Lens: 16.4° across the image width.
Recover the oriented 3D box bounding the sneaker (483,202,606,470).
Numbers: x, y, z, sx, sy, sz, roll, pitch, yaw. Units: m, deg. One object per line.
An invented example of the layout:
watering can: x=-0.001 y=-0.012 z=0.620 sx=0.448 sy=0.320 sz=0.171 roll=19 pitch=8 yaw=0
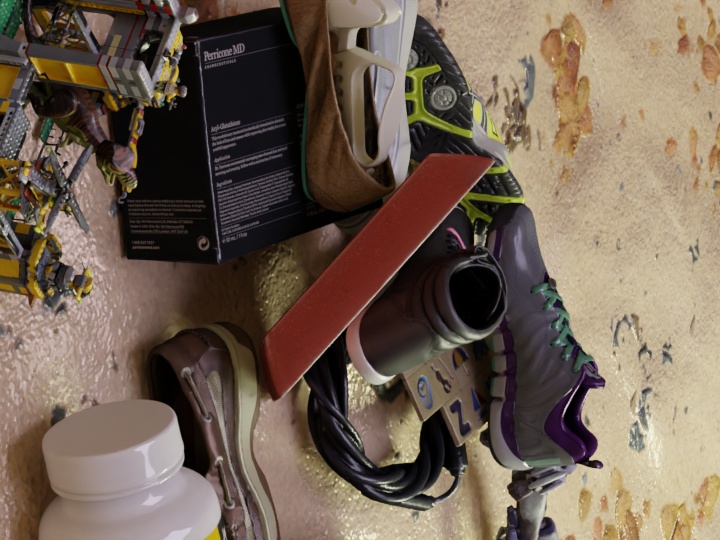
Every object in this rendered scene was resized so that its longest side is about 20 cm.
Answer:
sneaker: x=0.141 y=0.049 z=1.843 sx=0.074 sy=0.087 sz=0.200 roll=-21 pitch=109 yaw=-62

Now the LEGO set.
LEGO set: x=-0.151 y=-0.075 z=1.424 sx=0.154 sy=0.116 sz=0.200 roll=77 pitch=29 yaw=-52

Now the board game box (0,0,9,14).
board game box: x=-0.249 y=-0.168 z=1.369 sx=0.135 sy=0.028 sz=0.200 roll=61 pitch=43 yaw=-41

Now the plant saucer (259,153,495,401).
plant saucer: x=0.000 y=0.000 z=1.634 sx=0.200 sy=0.037 sz=0.200 roll=-48 pitch=-179 yaw=-5

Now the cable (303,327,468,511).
cable: x=0.023 y=0.089 z=1.812 sx=0.200 sy=0.051 sz=0.163 roll=20 pitch=71 yaw=-56

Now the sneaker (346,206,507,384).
sneaker: x=0.069 y=0.006 z=1.768 sx=0.071 sy=0.099 sz=0.200 roll=58 pitch=33 yaw=-17

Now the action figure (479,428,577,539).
action figure: x=0.131 y=0.160 z=1.943 sx=0.130 sy=0.069 sz=0.200 roll=-101 pitch=-167 yaw=-67

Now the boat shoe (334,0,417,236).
boat shoe: x=-0.009 y=-0.127 z=1.744 sx=0.071 sy=0.070 sz=0.201 roll=18 pitch=73 yaw=-46

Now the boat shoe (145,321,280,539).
boat shoe: x=-0.105 y=0.137 z=1.598 sx=0.075 sy=0.075 sz=0.203 roll=-12 pitch=96 yaw=-44

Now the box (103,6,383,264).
box: x=-0.072 y=-0.093 z=1.620 sx=0.200 sy=0.079 sz=0.141 roll=-21 pitch=111 yaw=-56

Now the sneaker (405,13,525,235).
sneaker: x=0.055 y=-0.115 z=1.856 sx=0.076 sy=0.075 sz=0.200 roll=-102 pitch=166 yaw=-55

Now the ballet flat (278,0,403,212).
ballet flat: x=-0.007 y=-0.135 z=1.584 sx=0.068 sy=0.072 sz=0.200 roll=-19 pitch=107 yaw=-56

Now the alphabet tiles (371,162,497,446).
alphabet tiles: x=0.052 y=0.022 z=1.837 sx=0.166 sy=0.006 sz=0.200 roll=-36 pitch=105 yaw=-58

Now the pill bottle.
pill bottle: x=-0.132 y=0.185 z=1.504 sx=0.111 sy=0.111 sz=0.200 roll=-38 pitch=124 yaw=-52
